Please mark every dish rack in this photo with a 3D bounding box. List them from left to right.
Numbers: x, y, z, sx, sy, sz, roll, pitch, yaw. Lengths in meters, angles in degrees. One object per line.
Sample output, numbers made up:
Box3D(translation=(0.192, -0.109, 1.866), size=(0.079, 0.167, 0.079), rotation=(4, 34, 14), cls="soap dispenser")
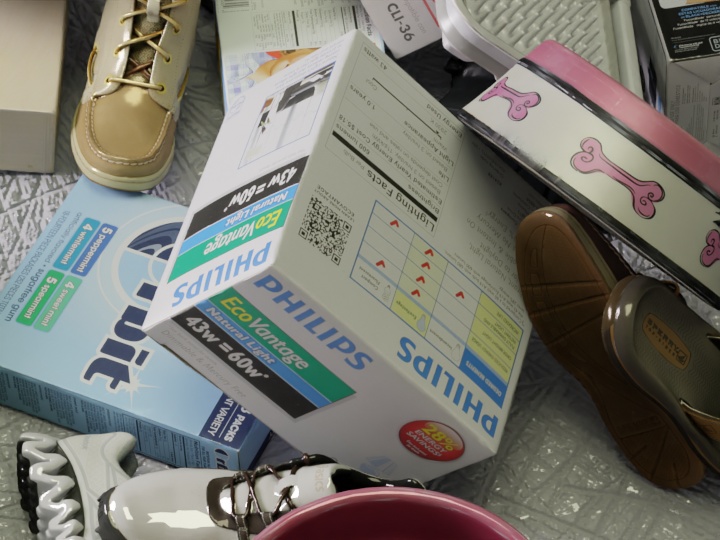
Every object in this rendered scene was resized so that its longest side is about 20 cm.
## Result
Box3D(translation=(0.108, -0.177, 1.771), size=(0.172, 0.044, 0.200), rotation=(31, 35, -27), cls="dish rack")

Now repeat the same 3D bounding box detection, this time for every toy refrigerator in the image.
Box3D(translation=(-0.245, -0.162, 1.884), size=(0.076, 0.070, 0.200), rotation=(3, 50, -5), cls="toy refrigerator")

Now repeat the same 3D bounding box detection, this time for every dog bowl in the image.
Box3D(translation=(0.158, -0.063, 1.623), size=(0.200, 0.200, 0.074), rotation=(38, 93, 29), cls="dog bowl")

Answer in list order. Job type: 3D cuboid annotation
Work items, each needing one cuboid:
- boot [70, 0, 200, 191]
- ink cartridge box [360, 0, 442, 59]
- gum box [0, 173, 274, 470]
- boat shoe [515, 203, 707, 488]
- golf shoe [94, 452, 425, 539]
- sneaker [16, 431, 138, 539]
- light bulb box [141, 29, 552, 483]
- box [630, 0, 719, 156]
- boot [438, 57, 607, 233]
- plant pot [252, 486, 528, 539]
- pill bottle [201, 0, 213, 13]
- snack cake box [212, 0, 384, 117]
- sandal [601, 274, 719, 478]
Box3D(translation=(-0.143, -0.163, 1.803), size=(0.073, 0.156, 0.200), rotation=(14, 39, -4), cls="boot")
Box3D(translation=(0.029, -0.229, 1.850), size=(0.067, 0.117, 0.200), rotation=(-25, 23, 18), cls="ink cartridge box")
Box3D(translation=(-0.129, 0.035, 1.727), size=(0.200, 0.045, 0.170), rotation=(19, 53, 16), cls="gum box")
Box3D(translation=(0.166, 0.036, 1.644), size=(0.072, 0.200, 0.072), rotation=(-18, 20, 48), cls="boat shoe")
Box3D(translation=(-0.054, 0.137, 1.575), size=(0.200, 0.095, 0.078), rotation=(6, 51, -17), cls="golf shoe")
Box3D(translation=(-0.147, 0.172, 1.600), size=(0.081, 0.075, 0.200), rotation=(-9, 50, -17), cls="sneaker")
Box3D(translation=(0.000, 0.000, 1.640), size=(0.125, 0.198, 0.200), rotation=(-26, 33, 42), cls="light bulb box")
Box3D(translation=(0.218, -0.180, 1.853), size=(0.060, 0.117, 0.200), rotation=(-8, 52, -2), cls="box")
Box3D(translation=(0.141, -0.115, 1.834), size=(0.198, 0.073, 0.163), rotation=(16, 46, 12), cls="boot")
Box3D(translation=(0.018, 0.249, 1.455), size=(0.200, 0.179, 0.200), rotation=(-1, 49, 1), cls="plant pot")
Box3D(translation=(-0.076, -0.279, 1.888), size=(0.112, 0.200, 0.112), rotation=(-1, 49, 1), cls="pill bottle")
Box3D(translation=(-0.037, -0.116, 1.837), size=(0.115, 0.067, 0.200), rotation=(-4, 50, -4), cls="snack cake box")
Box3D(translation=(0.224, 0.068, 1.610), size=(0.055, 0.200, 0.082), rotation=(-10, 45, 46), cls="sandal")
